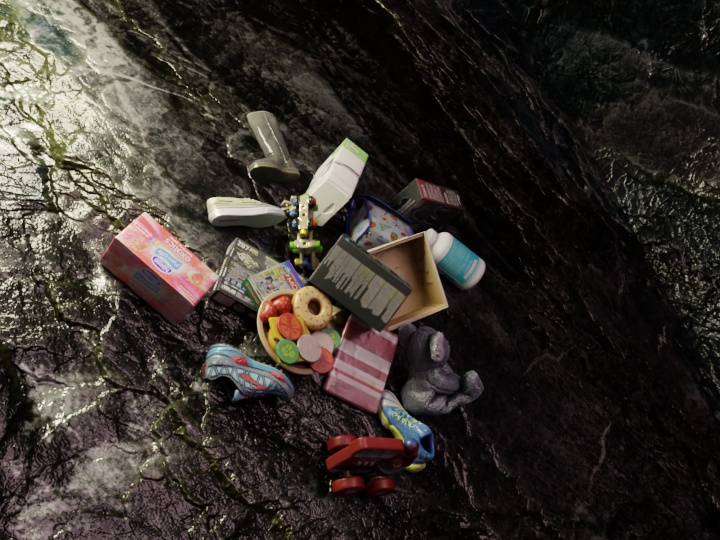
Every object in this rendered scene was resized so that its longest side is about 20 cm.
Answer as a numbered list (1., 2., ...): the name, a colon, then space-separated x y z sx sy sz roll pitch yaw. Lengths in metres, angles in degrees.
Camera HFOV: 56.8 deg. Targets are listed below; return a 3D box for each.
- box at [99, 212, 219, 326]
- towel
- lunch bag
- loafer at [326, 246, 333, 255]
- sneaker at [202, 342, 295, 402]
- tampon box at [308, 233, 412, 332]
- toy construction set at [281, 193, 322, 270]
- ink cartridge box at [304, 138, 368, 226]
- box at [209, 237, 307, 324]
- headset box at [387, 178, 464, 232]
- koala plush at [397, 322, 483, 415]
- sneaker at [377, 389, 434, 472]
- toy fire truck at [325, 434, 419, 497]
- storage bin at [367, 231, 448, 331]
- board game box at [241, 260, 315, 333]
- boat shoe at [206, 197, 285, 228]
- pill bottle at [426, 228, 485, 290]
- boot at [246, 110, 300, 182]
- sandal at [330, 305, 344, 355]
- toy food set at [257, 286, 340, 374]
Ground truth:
1. box: -0.400 -0.002 1.327 0.200 0.095 0.103 43 41 -9
2. towel: 0.003 0.214 1.546 0.144 0.023 0.201 30 63 -20
3. lunch bag: 0.056 -0.115 1.825 0.170 0.124 0.200 30 30 -24
4. loafer: 0.000 0.000 1.726 0.200 0.068 0.071 21 56 -24
5. sneaker: -0.229 0.230 1.341 0.199 0.079 0.096 29 57 -15
6. tampon box: 0.001 0.026 1.525 0.200 0.126 0.150 37 4 -2
7. toy construction set: -0.138 -0.109 1.638 0.092 0.131 0.201 -15 64 -3
8. ink cartridge box: -0.071 -0.235 1.773 0.084 0.145 0.200 37 41 -15
9. box: -0.224 0.039 1.497 0.200 0.049 0.162 31 46 -22
10. headset box: 0.182 -0.186 1.970 0.199 0.149 0.078 9 54 -39
11. koala plush: 0.165 0.223 1.585 0.183 0.177 0.201 -24 113 -25
12. sneaker: 0.113 0.354 1.525 0.076 0.105 0.201 -10 68 -46
13. toy fire truck: 0.033 0.389 1.375 0.199 0.168 0.113 15 51 -35
14. storage bin: 0.090 0.030 1.675 0.198 0.094 0.201 -20 95 -24
15. board game box: -0.158 0.086 1.467 0.134 0.029 0.200 -27 83 -48
16. boat shoe: -0.268 -0.144 1.578 0.199 0.072 0.062 -2 64 -41
17. pill bottle: 0.263 -0.037 1.961 0.200 0.111 0.111 37 42 -17
18. boot: -0.250 -0.329 1.737 0.182 0.072 0.201 1 66 -58
19. sandal: -0.060 0.118 1.572 0.078 0.070 0.212 -24 78 -49
20. toy food set: -0.128 0.128 1.408 0.199 0.049 0.199 2 63 -43
